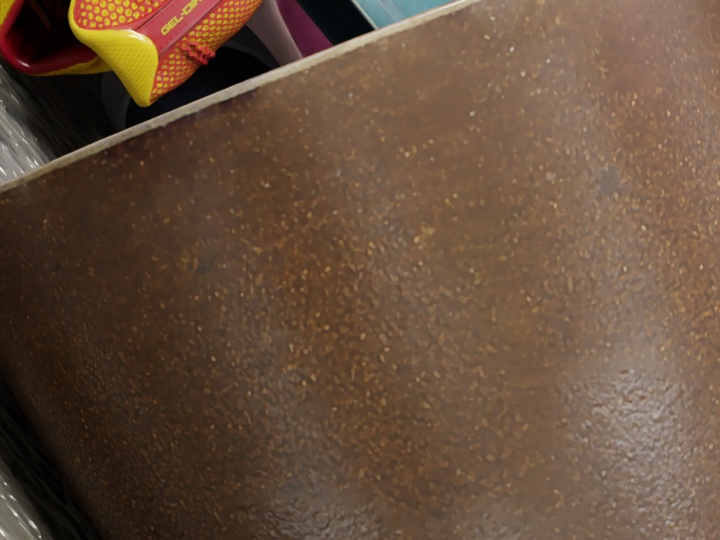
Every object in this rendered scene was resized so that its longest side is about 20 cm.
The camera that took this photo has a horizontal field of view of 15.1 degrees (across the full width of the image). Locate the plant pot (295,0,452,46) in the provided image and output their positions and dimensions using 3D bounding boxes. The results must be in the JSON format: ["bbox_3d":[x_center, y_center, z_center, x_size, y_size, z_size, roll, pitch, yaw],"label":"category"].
[{"bbox_3d":[0.061,-0.139,0.831,0.200,0.188,0.200,50,0,0],"label":"plant pot"}]

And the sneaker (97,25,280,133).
[{"bbox_3d":[0.000,0.000,0.878,0.200,0.070,0.109,36,16,-49],"label":"sneaker"}]

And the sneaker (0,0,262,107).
[{"bbox_3d":[-0.088,-0.099,0.800,0.073,0.077,0.200,49,-6,-23],"label":"sneaker"}]

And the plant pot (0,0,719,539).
[{"bbox_3d":[0.030,0.050,0.583,0.187,0.187,0.200,-35,104,-82],"label":"plant pot"}]

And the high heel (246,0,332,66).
[{"bbox_3d":[-0.017,-0.082,1.087,0.096,0.067,0.200,41,19,-26],"label":"high heel"}]
